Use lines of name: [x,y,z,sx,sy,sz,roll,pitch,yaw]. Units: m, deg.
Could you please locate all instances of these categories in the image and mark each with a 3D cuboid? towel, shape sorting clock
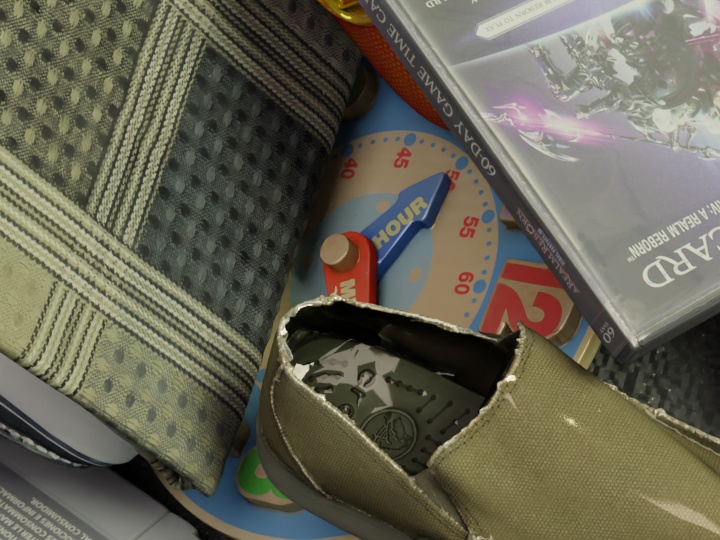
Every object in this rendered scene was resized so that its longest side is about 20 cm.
towel: [-0.083,-0.055,0.801,0.034,0.200,0.194,-3,58,38]
shape sorting clock: [0.000,0.000,0.871,0.199,0.039,0.201,-14,59,24]

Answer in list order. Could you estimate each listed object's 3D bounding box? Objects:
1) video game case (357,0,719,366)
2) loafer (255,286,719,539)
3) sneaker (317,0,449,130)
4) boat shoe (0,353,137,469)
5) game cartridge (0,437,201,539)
video game case: [0.075,-0.083,0.770,0.142,0.019,0.201,-26,74,-28]
loafer: [0.049,0.061,0.744,0.199,0.070,0.075,18,59,25]
sneaker: [-0.019,-0.121,0.819,0.073,0.200,0.077,-17,24,48]
boat shoe: [-0.165,0.025,0.867,0.200,0.071,0.091,36,106,12]
game cartridge: [-0.150,0.098,0.865,0.199,0.042,0.133,31,54,27]
